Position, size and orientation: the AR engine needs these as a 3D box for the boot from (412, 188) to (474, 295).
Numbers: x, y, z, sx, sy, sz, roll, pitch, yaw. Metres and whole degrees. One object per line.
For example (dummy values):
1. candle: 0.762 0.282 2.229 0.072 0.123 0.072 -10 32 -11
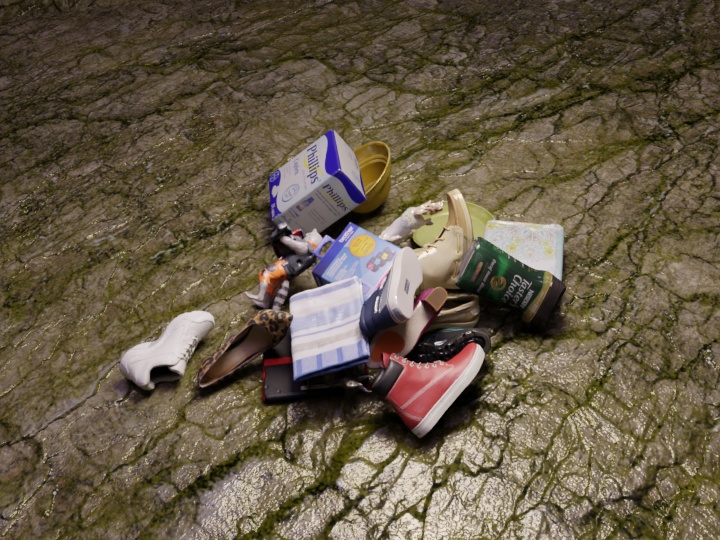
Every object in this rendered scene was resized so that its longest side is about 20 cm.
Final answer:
1. boot: 0.150 -0.054 1.635 0.152 0.204 0.073 -9 11 -3

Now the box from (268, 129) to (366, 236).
1. box: -0.101 -0.186 1.815 0.198 0.105 0.185 -34 36 16

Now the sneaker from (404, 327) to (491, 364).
1. sneaker: 0.141 0.151 1.486 0.196 0.077 0.079 -12 10 0

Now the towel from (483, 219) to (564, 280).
1. towel: 0.332 -0.019 1.660 0.167 0.049 0.203 4 50 12

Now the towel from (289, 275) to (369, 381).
1. towel: -0.058 0.100 1.438 0.144 0.024 0.202 -16 43 8

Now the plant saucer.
1. plant saucer: 0.204 -0.086 1.789 0.195 0.032 0.202 -2 39 2

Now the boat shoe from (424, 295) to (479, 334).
1. boat shoe: 0.132 0.074 1.559 0.195 0.077 0.072 -7 40 -2

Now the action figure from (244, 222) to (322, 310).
1. action figure: -0.140 0.002 1.633 0.104 0.200 0.194 39 83 20

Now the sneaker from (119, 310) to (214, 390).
1. sneaker: -0.344 0.158 1.514 0.199 0.079 0.099 -38 55 -23

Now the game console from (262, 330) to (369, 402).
1. game console: -0.086 0.168 1.508 0.195 0.031 0.179 -6 45 -1

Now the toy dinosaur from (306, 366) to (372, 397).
1. toy dinosaur: -0.049 0.161 1.453 0.100 0.078 0.202 -1 39 -14

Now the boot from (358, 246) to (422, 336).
1. boot: 0.051 0.034 1.437 0.089 0.073 0.201 -27 20 26

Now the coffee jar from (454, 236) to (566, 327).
1. coffee jar: 0.286 0.024 1.539 0.197 0.106 0.085 26 12 -1

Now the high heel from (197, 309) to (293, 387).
1. high heel: -0.208 0.146 1.456 0.198 0.072 0.143 -27 18 38

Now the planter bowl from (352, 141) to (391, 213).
1. planter bowl: 0.010 -0.195 1.873 0.198 0.083 0.203 -29 36 23

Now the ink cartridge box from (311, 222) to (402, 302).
1. ink cartridge box: 0.000 0.000 1.568 0.198 0.077 0.137 27 66 28

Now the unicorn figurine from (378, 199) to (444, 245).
1. unicorn figurine: 0.084 -0.078 1.690 0.074 0.201 0.137 41 31 14

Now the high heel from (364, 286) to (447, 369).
1. high heel: 0.077 0.106 1.458 0.067 0.096 0.201 41 76 2

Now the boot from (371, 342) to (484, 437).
1. boot: 0.114 0.164 1.388 0.144 0.072 0.200 45 63 3
